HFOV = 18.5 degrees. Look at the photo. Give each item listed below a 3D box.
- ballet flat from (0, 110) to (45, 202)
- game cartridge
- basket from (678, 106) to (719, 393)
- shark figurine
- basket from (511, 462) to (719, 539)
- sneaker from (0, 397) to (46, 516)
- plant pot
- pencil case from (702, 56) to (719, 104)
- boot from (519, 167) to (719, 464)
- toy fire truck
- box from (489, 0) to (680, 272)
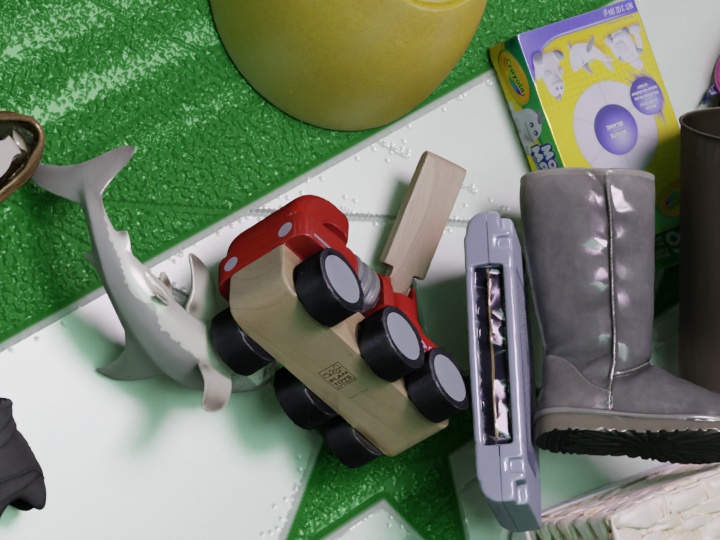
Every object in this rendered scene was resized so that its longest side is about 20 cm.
[{"bbox_3d":[-0.273,-0.040,1.381,0.200,0.072,0.068,-37,97,-27],"label":"ballet flat"},{"bbox_3d":[0.099,0.074,1.524,0.041,0.133,0.201,-6,72,12],"label":"game cartridge"},{"bbox_3d":[0.301,-0.008,1.611,0.179,0.136,0.201,-7,110,-35],"label":"basket"},{"bbox_3d":[-0.148,0.028,1.437,0.215,0.089,0.128,50,29,-20],"label":"shark figurine"},{"bbox_3d":[0.231,0.211,1.570,0.199,0.123,0.136,-16,88,-28],"label":"basket"},{"bbox_3d":[-0.272,0.164,1.348,0.200,0.076,0.091,-38,105,-26],"label":"sneaker"},{"bbox_3d":[0.012,-0.210,1.522,0.199,0.142,0.201,5,79,-26],"label":"plant pot"},{"bbox_3d":[0.370,-0.122,1.725,0.199,0.091,0.094,28,34,-19],"label":"pencil case"},{"bbox_3d":[0.198,0.029,1.548,0.181,0.073,0.201,7,63,-9],"label":"boot"},{"bbox_3d":[0.000,0.000,1.495,0.176,0.128,0.201,42,29,-32],"label":"toy fire truck"},{"bbox_3d":[0.182,-0.091,1.644,0.117,0.048,0.201,-20,92,-29],"label":"box"}]
